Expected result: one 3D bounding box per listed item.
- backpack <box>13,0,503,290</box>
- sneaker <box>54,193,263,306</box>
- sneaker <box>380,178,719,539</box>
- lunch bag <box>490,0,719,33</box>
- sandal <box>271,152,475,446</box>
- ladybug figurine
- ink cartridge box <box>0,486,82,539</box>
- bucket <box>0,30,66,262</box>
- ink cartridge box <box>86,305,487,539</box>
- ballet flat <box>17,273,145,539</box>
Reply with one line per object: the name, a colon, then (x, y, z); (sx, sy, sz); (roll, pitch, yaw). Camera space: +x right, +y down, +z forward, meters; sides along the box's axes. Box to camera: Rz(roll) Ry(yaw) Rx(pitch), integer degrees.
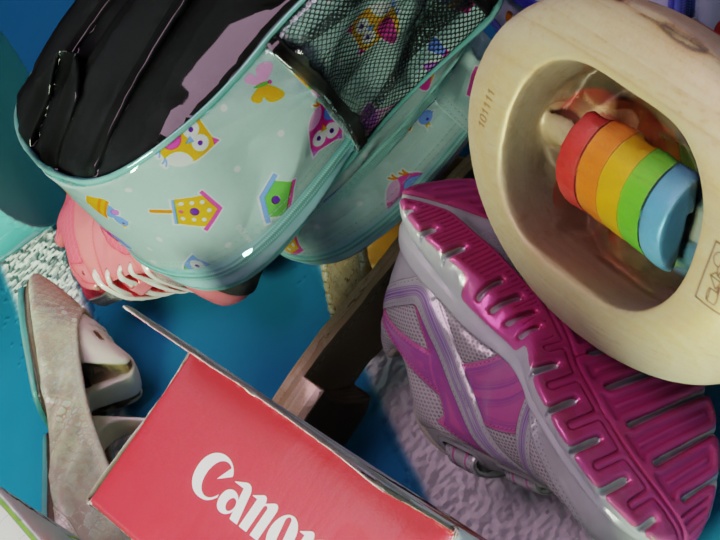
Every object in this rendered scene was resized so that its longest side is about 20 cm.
backpack: (-0.047, -0.087, 0.967); (0.200, 0.153, 0.176); (-43, 35, -8)
sneaker: (-0.109, -0.010, 1.160); (0.087, 0.074, 0.200); (-60, 31, 7)
sneaker: (0.074, 0.052, 0.911); (0.200, 0.081, 0.088); (55, 139, 38)
lunch bag: (0.116, -0.144, 0.967); (0.200, 0.075, 0.161); (-129, 35, -53)
sandal: (-0.002, -0.001, 1.011); (0.070, 0.078, 0.212); (36, 94, 26)
ladybug figurine: (0.121, -0.033, 0.852); (0.200, 0.072, 0.136); (44, 128, 41)
ink cartridge box: (-0.142, 0.153, 0.987); (0.076, 0.148, 0.200); (-52, 38, -3)
bucket: (-0.272, -0.073, 1.259); (0.134, 0.207, 0.208); (-27, 44, 15)
ink cartridge box: (-0.014, 0.114, 0.867); (0.084, 0.175, 0.200); (-56, 38, -5)
ballet flat: (-0.135, 0.078, 1.125); (0.062, 0.068, 0.200); (-15, 49, 1)
